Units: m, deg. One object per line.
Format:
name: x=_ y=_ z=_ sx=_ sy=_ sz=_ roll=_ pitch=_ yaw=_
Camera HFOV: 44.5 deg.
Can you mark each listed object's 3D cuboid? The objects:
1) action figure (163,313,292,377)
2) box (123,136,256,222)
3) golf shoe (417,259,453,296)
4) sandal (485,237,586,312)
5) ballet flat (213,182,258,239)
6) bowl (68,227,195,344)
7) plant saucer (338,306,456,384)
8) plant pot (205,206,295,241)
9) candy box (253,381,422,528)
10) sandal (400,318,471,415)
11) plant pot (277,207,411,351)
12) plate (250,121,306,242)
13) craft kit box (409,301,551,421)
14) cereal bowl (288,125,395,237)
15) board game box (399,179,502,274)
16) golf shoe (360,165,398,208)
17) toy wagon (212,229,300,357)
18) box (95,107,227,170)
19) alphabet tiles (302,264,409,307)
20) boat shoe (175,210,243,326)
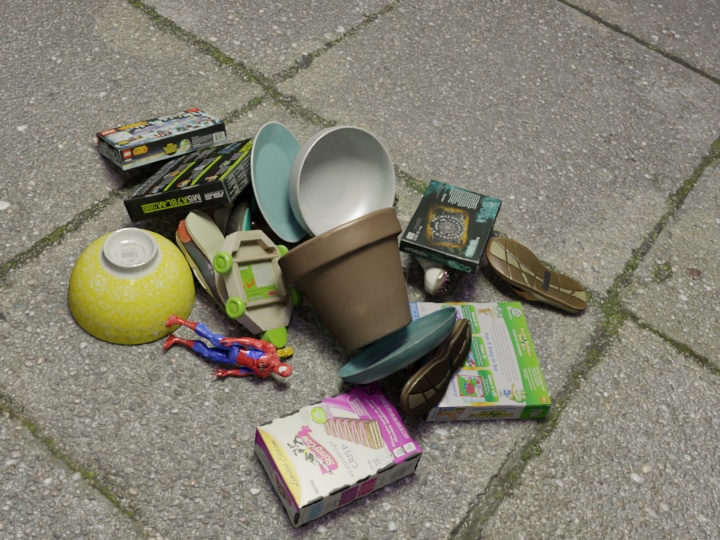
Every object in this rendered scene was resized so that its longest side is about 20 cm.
action figure: x=-0.195 y=0.122 z=1.303 sx=0.197 sy=0.066 sz=0.052 roll=15 pitch=25 yaw=3
box: x=-0.263 y=-0.153 z=1.452 sx=0.190 sy=0.048 sz=0.201 roll=-7 pitch=27 yaw=20
golf shoe: x=0.120 y=-0.029 z=1.501 sx=0.090 sy=0.073 sz=0.201 roll=10 pitch=38 yaw=3
sandal: x=0.295 y=0.018 z=1.511 sx=0.198 sy=0.054 sz=0.081 roll=30 pitch=53 yaw=-5
ballet flat: x=-0.203 y=-0.097 z=1.465 sx=0.067 sy=0.069 sz=0.202 roll=3 pitch=46 yaw=8
bowl: x=-0.351 y=0.000 z=1.346 sx=0.196 sy=0.109 sz=0.202 roll=6 pitch=48 yaw=-6
plant saucer: x=0.059 y=0.114 z=1.285 sx=0.199 sy=0.199 sz=0.028 roll=-32 pitch=93 yaw=-33
plant pot: x=-0.178 y=-0.132 z=1.554 sx=0.196 sy=0.028 sz=0.202 roll=6 pitch=48 yaw=-7
candy box: x=-0.032 y=0.250 z=1.225 sx=0.198 sy=0.062 sz=0.137 roll=-19 pitch=55 yaw=-26
sandal: x=0.104 y=0.136 z=1.292 sx=0.054 sy=0.083 sz=0.200 roll=13 pitch=43 yaw=27
plant pot: x=-0.007 y=0.023 z=1.348 sx=0.198 sy=0.200 sz=0.177 roll=-22 pitch=87 yaw=-28
plate: x=-0.136 y=-0.146 z=1.469 sx=0.025 sy=0.202 sz=0.202 roll=-7 pitch=42 yaw=25
craft kit box: x=0.180 y=0.139 z=1.382 sx=0.194 sy=0.049 sz=0.202 roll=-1 pitch=50 yaw=-9
cereal bowl: x=-0.040 y=-0.145 z=1.495 sx=0.198 sy=0.203 sz=0.083 roll=-20 pitch=21 yaw=-27
board game box: x=0.155 y=-0.077 z=1.483 sx=0.133 sy=0.028 sz=0.201 roll=18 pitch=39 yaw=10
golf shoe: x=-0.006 y=-0.185 z=1.609 sx=0.198 sy=0.079 sz=0.097 roll=33 pitch=33 yaw=8
toy wagon: x=-0.153 y=0.039 z=1.353 sx=0.154 sy=0.039 sz=0.203 roll=-9 pitch=82 yaw=-58
box: x=-0.353 y=-0.237 z=1.564 sx=0.198 sy=0.041 sz=0.136 roll=-21 pitch=29 yaw=-27
alphabet tiles: x=0.000 y=0.000 z=1.489 sx=0.164 sy=0.008 sz=0.202 roll=12 pitch=48 yaw=-1
boat shoe: x=-0.227 y=0.004 z=1.386 sx=0.071 sy=0.062 sz=0.202 roll=-26 pitch=82 yaw=-46
